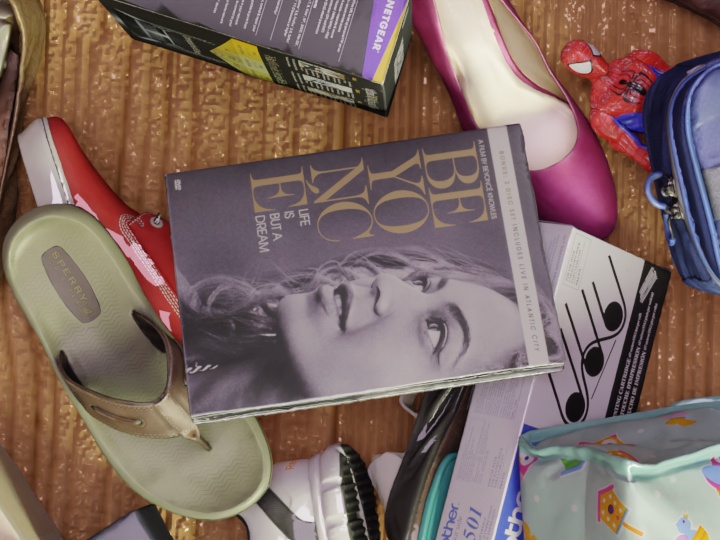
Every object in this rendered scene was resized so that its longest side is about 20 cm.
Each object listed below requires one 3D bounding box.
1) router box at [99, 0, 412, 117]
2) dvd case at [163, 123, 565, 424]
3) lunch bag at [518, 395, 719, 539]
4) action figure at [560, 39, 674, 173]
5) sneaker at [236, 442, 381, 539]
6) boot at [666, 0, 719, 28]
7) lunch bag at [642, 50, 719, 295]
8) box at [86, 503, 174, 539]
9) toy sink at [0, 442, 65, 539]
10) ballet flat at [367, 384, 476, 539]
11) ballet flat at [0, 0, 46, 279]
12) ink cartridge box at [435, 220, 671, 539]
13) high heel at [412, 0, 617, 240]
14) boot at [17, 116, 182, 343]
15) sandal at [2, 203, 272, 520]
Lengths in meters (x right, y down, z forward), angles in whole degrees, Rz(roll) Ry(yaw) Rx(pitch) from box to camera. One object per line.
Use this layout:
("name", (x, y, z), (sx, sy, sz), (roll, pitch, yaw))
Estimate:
("router box", (-0.053, -0.136, 1.427), (0.157, 0.200, 0.052), (18, 89, 1))
("dvd case", (0.000, 0.000, 1.427), (0.199, 0.016, 0.149), (-8, 62, -1))
("lunch bag", (0.191, 0.157, 1.434), (0.200, 0.122, 0.171), (-10, 99, -36))
("action figure", (0.198, -0.071, 1.489), (0.200, 0.052, 0.066), (32, 83, 0))
("sneaker", (-0.024, 0.201, 1.485), (0.080, 0.074, 0.201), (-11, 83, 15))
("boot", (0.218, -0.223, 1.498), (0.200, 0.064, 0.187), (30, 90, 6))
("lunch bag", (0.243, -0.061, 1.402), (0.199, 0.132, 0.136), (-15, 93, -7))
("box", (-0.152, 0.257, 1.459), (0.200, 0.104, 0.182), (-33, 86, -1))
("toy sink", (-0.250, 0.143, 1.418), (0.130, 0.200, 0.112), (-34, 88, 0))
("ballet flat", (0.048, 0.096, 1.485), (0.068, 0.068, 0.200), (8, 74, 42))
("ballet flat", (-0.220, -0.071, 1.491), (0.068, 0.072, 0.201), (14, 88, 2))
("ink cartridge box", (0.105, 0.081, 1.460), (0.044, 0.094, 0.201), (8, 80, 45))
("high heel", (0.084, -0.104, 1.475), (0.067, 0.096, 0.200), (-28, 87, -3))
("boot", (-0.096, -0.016, 1.490), (0.144, 0.072, 0.200), (-27, 95, -1))
("sandal", (-0.126, 0.055, 1.432), (0.080, 0.057, 0.201), (-38, 99, 0))
